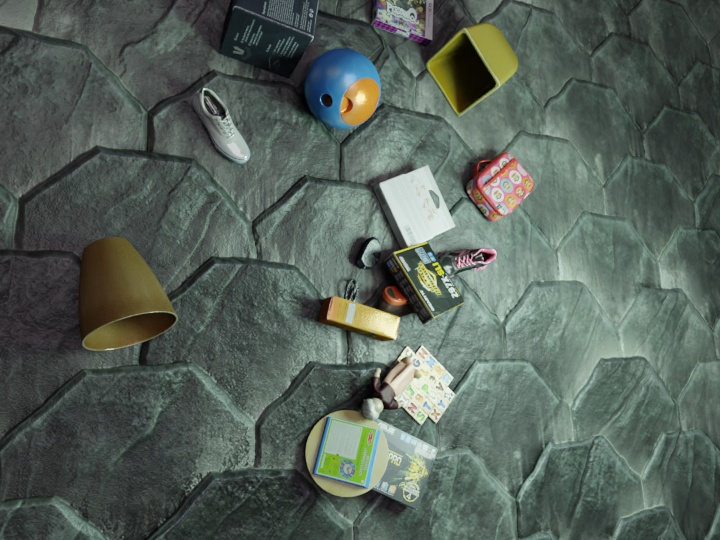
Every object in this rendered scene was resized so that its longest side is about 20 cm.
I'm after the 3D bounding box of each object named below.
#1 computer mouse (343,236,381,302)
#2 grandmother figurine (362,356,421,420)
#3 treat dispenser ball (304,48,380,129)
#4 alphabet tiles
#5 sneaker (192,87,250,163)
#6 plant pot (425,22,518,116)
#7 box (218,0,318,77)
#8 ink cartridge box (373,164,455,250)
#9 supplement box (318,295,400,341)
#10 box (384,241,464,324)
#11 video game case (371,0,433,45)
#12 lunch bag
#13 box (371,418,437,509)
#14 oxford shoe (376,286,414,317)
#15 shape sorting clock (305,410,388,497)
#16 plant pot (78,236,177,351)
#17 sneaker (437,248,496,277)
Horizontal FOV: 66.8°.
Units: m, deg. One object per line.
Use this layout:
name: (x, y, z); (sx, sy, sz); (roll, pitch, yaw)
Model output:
computer mouse: (0.000, 0.000, 1.455); (0.059, 0.034, 0.200); (37, 71, -32)
grandmother figurine: (0.071, 0.301, 1.382); (0.121, 0.061, 0.200); (48, 51, 1)
treat dispenser ball: (-0.047, -0.474, 1.430); (0.201, 0.201, 0.201); (5, 77, -24)
alphabet tiles: (0.165, 0.309, 1.478); (0.200, 0.006, 0.166); (46, 65, -10)
sneaker: (-0.341, -0.354, 1.339); (0.073, 0.071, 0.200); (-41, 98, -26)
plant pot: (0.364, -0.630, 1.668); (0.200, 0.194, 0.196); (-37, 96, -32)
box: (-0.233, -0.612, 1.372); (0.200, 0.197, 0.118); (12, 74, -22)
ink cartridge box: (0.155, -0.178, 1.551); (0.176, 0.045, 0.200); (-25, 91, -26)
supplement box: (-0.001, 0.126, 1.404); (0.200, 0.067, 0.069); (17, 73, -21)
box: (0.174, 0.030, 1.467); (0.160, 0.049, 0.200); (-17, 72, -48)
video game case: (0.131, -0.805, 1.674); (0.200, 0.036, 0.182); (10, 74, -23)
lunch bag: (0.422, -0.267, 1.681); (0.200, 0.082, 0.176); (-42, 95, -27)
box: (0.082, 0.486, 1.378); (0.200, 0.049, 0.161); (31, 66, -15)
oxford shoe: (0.126, 0.088, 1.482); (0.200, 0.073, 0.071); (7, 38, -36)
shape sorting clock: (-0.032, 0.437, 1.311); (0.200, 0.039, 0.200); (1, 61, -1)
plant pot: (-0.502, 0.038, 1.138); (0.186, 0.186, 0.200); (-15, 72, -27)
sneaker: (0.305, -0.030, 1.565); (0.200, 0.095, 0.079); (-13, 87, -25)
